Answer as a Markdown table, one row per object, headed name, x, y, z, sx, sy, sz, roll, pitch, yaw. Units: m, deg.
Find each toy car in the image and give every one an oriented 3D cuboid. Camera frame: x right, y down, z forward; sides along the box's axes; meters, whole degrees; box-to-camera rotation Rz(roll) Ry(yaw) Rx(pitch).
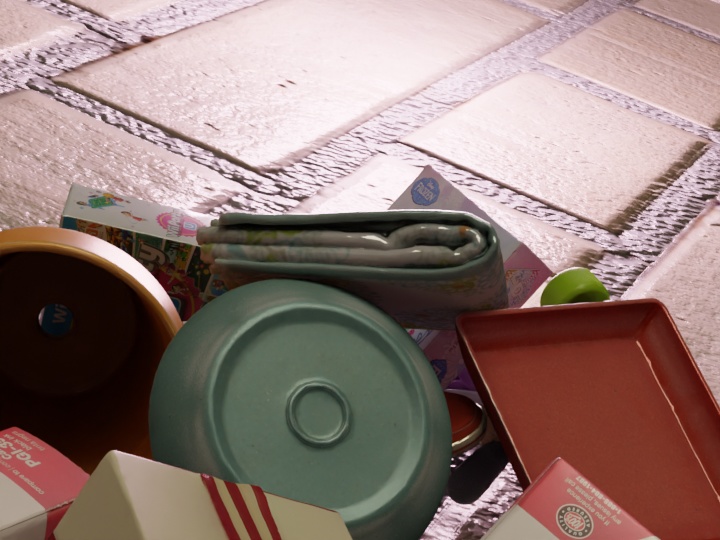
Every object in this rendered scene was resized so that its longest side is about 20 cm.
| name | x | y | z | sx | sy | sz | roll | pitch | yaw |
| --- | --- | --- | --- | --- | --- | --- | --- | --- | --- |
| toy car | 0.143 | 0.119 | 1.397 | 0.199 | 0.158 | 0.164 | -21 | 43 | -14 |

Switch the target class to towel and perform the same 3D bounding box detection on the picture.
| name | x | y | z | sx | sy | sz | roll | pitch | yaw |
| --- | --- | --- | --- | --- | --- | --- | --- | --- | --- |
| towel | 0.000 | 0.000 | 1.201 | 0.199 | 0.048 | 0.171 | 3 | -13 | 8 |

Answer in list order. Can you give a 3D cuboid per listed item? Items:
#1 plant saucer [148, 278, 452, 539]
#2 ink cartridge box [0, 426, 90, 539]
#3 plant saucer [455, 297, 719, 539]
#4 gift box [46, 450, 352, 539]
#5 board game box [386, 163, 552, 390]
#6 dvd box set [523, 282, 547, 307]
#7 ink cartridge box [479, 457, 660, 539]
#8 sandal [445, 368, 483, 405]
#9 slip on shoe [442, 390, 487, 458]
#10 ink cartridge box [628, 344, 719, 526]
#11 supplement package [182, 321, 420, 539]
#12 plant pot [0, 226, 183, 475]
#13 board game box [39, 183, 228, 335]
| name | x | y | z | sx | sy | sz | roll | pitch | yaw |
| --- | --- | --- | --- | --- | --- | --- | --- | --- | --- |
| plant saucer | -0.030 | 0.093 | 1.084 | 0.199 | 0.036 | 0.201 | 7 | 67 | -17 |
| ink cartridge box | -0.247 | 0.185 | 0.944 | 0.083 | 0.147 | 0.200 | 30 | 27 | 29 |
| plant saucer | 0.170 | 0.115 | 1.203 | 0.199 | 0.037 | 0.200 | -3 | 57 | -36 |
| gift box | -0.080 | 0.236 | 0.898 | 0.184 | 0.200 | 0.187 | 16 | 25 | -33 |
| board game box | 0.033 | 0.029 | 1.373 | 0.043 | 0.199 | 0.200 | 40 | 4 | -28 |
| dvd box set | 0.187 | 0.062 | 1.621 | 0.199 | 0.029 | 0.146 | 25 | 26 | 17 |
| ink cartridge box | 0.100 | 0.233 | 0.993 | 0.146 | 0.085 | 0.200 | 40 | 70 | 19 |
| sandal | 0.106 | 0.065 | 1.329 | 0.082 | 0.050 | 0.202 | -45 | 31 | -18 |
| slip on shoe | -0.007 | 0.084 | 1.149 | 0.199 | 0.061 | 0.074 | 10 | 24 | -17 |
| ink cartridge box | 0.200 | 0.132 | 1.283 | 0.200 | 0.099 | 0.039 | 52 | -3 | 27 |
| supplement package | -0.050 | 0.129 | 1.232 | 0.113 | 0.110 | 0.200 | -1 | 30 | -34 |
| plant pot | -0.214 | 0.057 | 1.201 | 0.199 | 0.201 | 0.183 | 13 | 13 | -8 |
| board game box | -0.141 | 0.030 | 1.339 | 0.199 | 0.148 | 0.064 | 13 | 26 | -8 |
